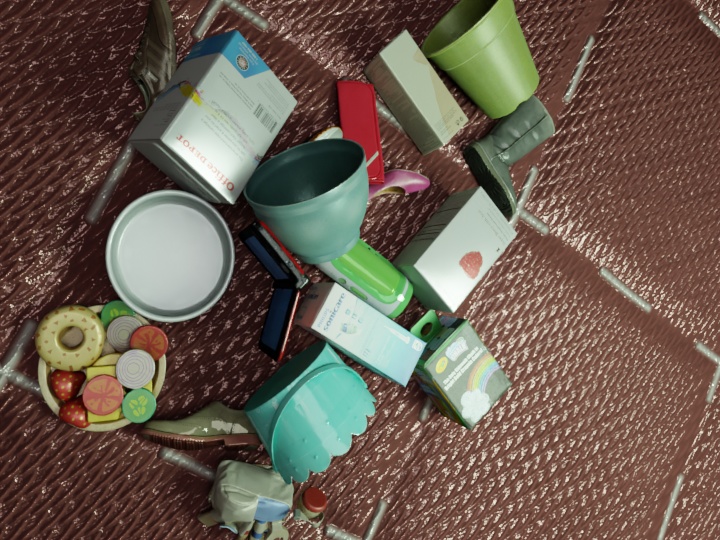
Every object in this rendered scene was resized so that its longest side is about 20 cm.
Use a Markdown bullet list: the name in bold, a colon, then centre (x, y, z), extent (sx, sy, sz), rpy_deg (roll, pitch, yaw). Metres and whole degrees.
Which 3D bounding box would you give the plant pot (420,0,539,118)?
- **plant pot**: centre (0.243, -0.404, 1.076), extent (0.190, 0.198, 0.202), rpy_deg (46, 76, -26)

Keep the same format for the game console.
- **game console**: centre (-0.161, 0.030, 0.902), extent (0.119, 0.199, 0.174), rpy_deg (-43, 102, -16)

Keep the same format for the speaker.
- **speaker**: centre (0.000, 0.000, 1.022), extent (0.198, 0.088, 0.090), rpy_deg (37, 78, -15)

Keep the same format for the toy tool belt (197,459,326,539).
- **toy tool belt**: centre (-0.166, 0.405, 0.954), extent (0.194, 0.126, 0.126), rpy_deg (20, 114, -15)

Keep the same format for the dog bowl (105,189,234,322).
- **dog bowl**: centre (-0.305, -0.023, 0.916), extent (0.193, 0.078, 0.208), rpy_deg (0, 90, -20)

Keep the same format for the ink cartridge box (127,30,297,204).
- **ink cartridge box**: centre (-0.229, -0.233, 0.881), extent (0.147, 0.144, 0.204), rpy_deg (43, 70, -39)

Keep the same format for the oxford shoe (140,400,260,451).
- **oxford shoe**: centre (-0.263, 0.258, 0.944), extent (0.193, 0.071, 0.077), rpy_deg (9, 61, -19)

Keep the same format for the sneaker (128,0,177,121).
- **sneaker**: centre (-0.337, -0.339, 0.910), extent (0.073, 0.070, 0.208), rpy_deg (-6, 92, -26)

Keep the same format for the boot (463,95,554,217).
- **boot**: centre (0.323, -0.235, 1.156), extent (0.198, 0.072, 0.185), rpy_deg (-35, 103, -23)

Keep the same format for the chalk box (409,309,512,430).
- **chalk box**: centre (0.163, 0.169, 1.058), extent (0.124, 0.124, 0.202), rpy_deg (-40, 101, -14)

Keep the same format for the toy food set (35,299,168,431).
- **toy food set**: centre (-0.404, 0.151, 0.894), extent (0.191, 0.048, 0.208), rpy_deg (-2, 90, -20)

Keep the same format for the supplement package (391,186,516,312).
- **supplement package**: centre (0.174, -0.038, 1.065), extent (0.121, 0.119, 0.201), rpy_deg (45, 76, -14)

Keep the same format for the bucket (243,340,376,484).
- **bucket**: centre (-0.086, 0.226, 0.932), extent (0.206, 0.207, 0.136), rpy_deg (-39, 97, -15)

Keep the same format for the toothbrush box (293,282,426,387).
- **toothbrush box**: centre (-0.005, 0.108, 0.986), extent (0.197, 0.146, 0.087), rpy_deg (35, 78, -16)

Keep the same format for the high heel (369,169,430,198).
- **high heel**: centre (0.036, -0.133, 1.040), extent (0.193, 0.067, 0.100), rpy_deg (1, 79, -14)

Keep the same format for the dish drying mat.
- **dish drying mat**: centre (0.000, -0.254, 1.027), extent (0.074, 0.018, 0.207), rpy_deg (-1, 72, -15)

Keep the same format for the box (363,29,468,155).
- **box**: centre (0.102, -0.329, 1.059), extent (0.078, 0.094, 0.202), rpy_deg (-42, 103, -16)

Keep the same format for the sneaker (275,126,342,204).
- **sneaker**: centre (-0.094, -0.166, 1.004), extent (0.200, 0.075, 0.092), rpy_deg (-47, 111, -7)

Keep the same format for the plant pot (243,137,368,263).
- **plant pot**: centre (-0.070, -0.100, 0.896), extent (0.197, 0.200, 0.137), rpy_deg (-31, 127, -17)
